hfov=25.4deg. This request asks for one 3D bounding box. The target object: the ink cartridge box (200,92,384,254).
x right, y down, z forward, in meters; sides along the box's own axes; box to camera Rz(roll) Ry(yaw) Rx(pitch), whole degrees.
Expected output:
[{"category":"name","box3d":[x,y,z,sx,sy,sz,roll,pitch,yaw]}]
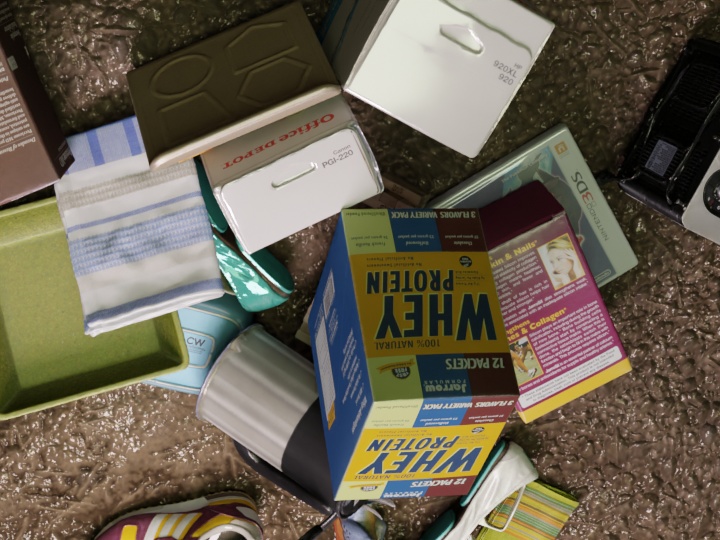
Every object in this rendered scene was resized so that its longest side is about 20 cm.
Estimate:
[{"category":"ink cartridge box","box3d":[-0.076,-0.123,1.502,0.145,0.200,0.085,-25,124,1]}]

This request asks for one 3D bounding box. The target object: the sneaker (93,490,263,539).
[{"category":"sneaker","box3d":[-0.202,0.299,1.712,0.199,0.090,0.075,-20,114,-2]}]

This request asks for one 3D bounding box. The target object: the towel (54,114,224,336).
[{"category":"towel","box3d":[-0.220,-0.049,1.542,0.146,0.024,0.202,-15,82,8]}]

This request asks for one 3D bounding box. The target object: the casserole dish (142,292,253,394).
[{"category":"casserole dish","box3d":[-0.201,0.068,1.650,0.199,0.039,0.122,14,109,-16]}]

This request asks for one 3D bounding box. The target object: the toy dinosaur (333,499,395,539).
[{"category":"toy dinosaur","box3d":[-0.012,0.258,1.735,0.199,0.105,0.182,-35,95,16]}]

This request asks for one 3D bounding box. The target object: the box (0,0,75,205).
[{"category":"box","box3d":[-0.341,-0.171,1.478,0.074,0.100,0.201,-19,105,3]}]

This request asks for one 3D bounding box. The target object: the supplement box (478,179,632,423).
[{"category":"supplement box","box3d":[0.176,0.032,1.641,0.130,0.103,0.201,-25,114,1]}]

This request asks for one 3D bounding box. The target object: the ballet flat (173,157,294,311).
[{"category":"ballet flat","box3d":[-0.150,-0.032,1.606,0.070,0.067,0.200,-31,112,19]}]

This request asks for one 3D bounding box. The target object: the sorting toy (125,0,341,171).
[{"category":"sorting toy","box3d":[-0.120,-0.169,1.482,0.184,0.200,0.037,-23,125,0]}]

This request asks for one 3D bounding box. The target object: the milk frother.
[{"category":"milk frother","box3d":[-0.090,0.192,1.603,0.187,0.200,0.181,32,126,18]}]

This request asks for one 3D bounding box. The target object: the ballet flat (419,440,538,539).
[{"category":"ballet flat","box3d":[0.124,0.281,1.771,0.069,0.069,0.200,35,99,-20]}]

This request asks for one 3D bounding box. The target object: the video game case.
[{"category":"video game case","box3d":[0.170,-0.030,1.683,0.199,0.023,0.183,-31,113,3]}]

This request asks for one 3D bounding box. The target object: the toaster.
[{"category":"toaster","box3d":[0.359,-0.124,1.598,0.118,0.200,0.182,26,97,-21]}]

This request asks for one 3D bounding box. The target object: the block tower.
[{"category":"block tower","box3d":[0.000,0.000,1.639,0.058,0.054,0.201,28,105,13]}]

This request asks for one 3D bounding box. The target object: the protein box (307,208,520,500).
[{"category":"protein box","box3d":[0.042,0.080,1.483,0.134,0.201,0.199,-1,147,-14]}]

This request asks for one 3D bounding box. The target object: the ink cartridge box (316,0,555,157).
[{"category":"ink cartridge box","box3d":[0.063,-0.223,1.490,0.146,0.200,0.145,25,105,-18]}]

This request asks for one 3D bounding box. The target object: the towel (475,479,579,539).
[{"category":"towel","box3d":[0.167,0.328,1.828,0.086,0.018,0.201,25,106,-17]}]

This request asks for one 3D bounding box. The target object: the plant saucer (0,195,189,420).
[{"category":"plant saucer","box3d":[-0.285,0.028,1.579,0.198,0.048,0.201,-15,83,-3]}]
